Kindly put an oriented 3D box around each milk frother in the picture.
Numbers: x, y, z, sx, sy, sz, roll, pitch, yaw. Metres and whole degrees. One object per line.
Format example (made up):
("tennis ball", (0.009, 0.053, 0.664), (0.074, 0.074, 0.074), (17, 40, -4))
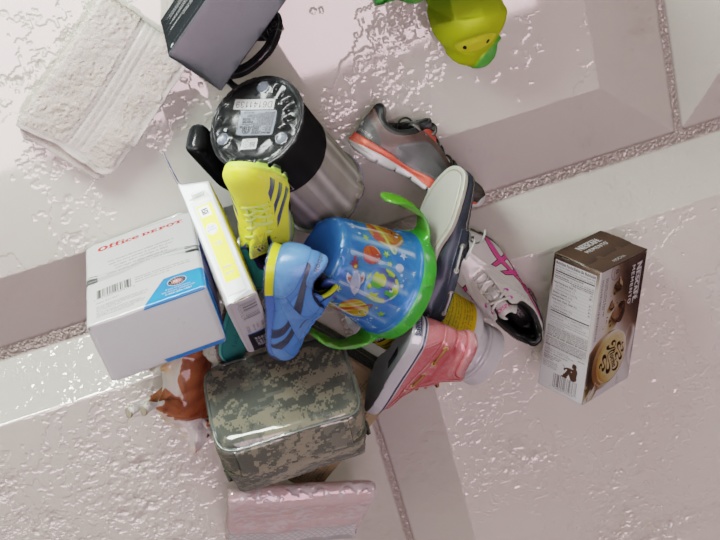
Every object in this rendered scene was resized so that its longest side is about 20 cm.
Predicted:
("milk frother", (-0.090, -0.179, 1.449), (0.201, 0.180, 0.188), (-64, 152, -11))

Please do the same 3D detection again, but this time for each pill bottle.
("pill bottle", (0.088, 0.072, 1.606), (0.199, 0.113, 0.113), (30, 106, -22))

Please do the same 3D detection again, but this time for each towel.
("towel", (-0.088, 0.339, 1.689), (0.199, 0.032, 0.191), (-3, 149, -10))
("towel", (-0.304, -0.213, 1.436), (0.132, 0.035, 0.200), (30, 106, -23))

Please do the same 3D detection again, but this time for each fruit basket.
("fruit basket", (0.117, -0.331, 1.414), (0.214, 0.156, 0.217), (-1, 98, -5))

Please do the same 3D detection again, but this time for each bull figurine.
("bull figurine", (-0.238, 0.147, 1.594), (0.121, 0.065, 0.201), (-7, 111, -41))

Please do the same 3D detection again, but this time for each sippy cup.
("sippy cup", (0.000, 0.000, 1.457), (0.130, 0.139, 0.179), (21, 69, -32))

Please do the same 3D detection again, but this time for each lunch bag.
("lunch bag", (-0.091, 0.193, 1.532), (0.199, 0.140, 0.168), (-17, 141, -4))

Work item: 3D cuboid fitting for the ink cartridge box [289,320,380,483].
("ink cartridge box", (-0.073, 0.180, 1.646), (0.164, 0.075, 0.200), (33, 105, -22))

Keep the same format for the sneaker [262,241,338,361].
("sneaker", (-0.067, 0.045, 1.388), (0.078, 0.066, 0.201), (9, 142, 4))

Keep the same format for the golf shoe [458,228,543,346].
("golf shoe", (0.180, 0.020, 1.613), (0.073, 0.092, 0.200), (-42, 114, 11))

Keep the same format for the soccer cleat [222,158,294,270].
("soccer cleat", (-0.110, -0.059, 1.337), (0.064, 0.200, 0.084), (7, 71, 9))

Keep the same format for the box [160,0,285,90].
("box", (-0.135, -0.320, 1.360), (0.079, 0.141, 0.200), (32, 106, -23))

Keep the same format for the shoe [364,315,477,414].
("shoe", (0.074, 0.129, 1.534), (0.090, 0.072, 0.200), (15, 141, -12))

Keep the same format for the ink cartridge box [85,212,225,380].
("ink cartridge box", (-0.250, 0.026, 1.468), (0.145, 0.200, 0.085), (-20, 120, -1))

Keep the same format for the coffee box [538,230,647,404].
("coffee box", (0.312, 0.063, 1.642), (0.113, 0.080, 0.201), (-21, 124, -41))

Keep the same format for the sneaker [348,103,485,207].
("sneaker", (0.085, -0.146, 1.528), (0.199, 0.077, 0.082), (25, 98, -24))

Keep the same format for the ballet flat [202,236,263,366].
("ballet flat", (-0.159, 0.026, 1.552), (0.071, 0.072, 0.201), (23, 80, -20))

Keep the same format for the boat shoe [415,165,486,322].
("boat shoe", (0.106, -0.028, 1.497), (0.062, 0.075, 0.201), (10, 100, -31))

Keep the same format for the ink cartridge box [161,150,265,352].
("ink cartridge box", (-0.161, -0.023, 1.419), (0.047, 0.201, 0.198), (-21, 162, -3))
